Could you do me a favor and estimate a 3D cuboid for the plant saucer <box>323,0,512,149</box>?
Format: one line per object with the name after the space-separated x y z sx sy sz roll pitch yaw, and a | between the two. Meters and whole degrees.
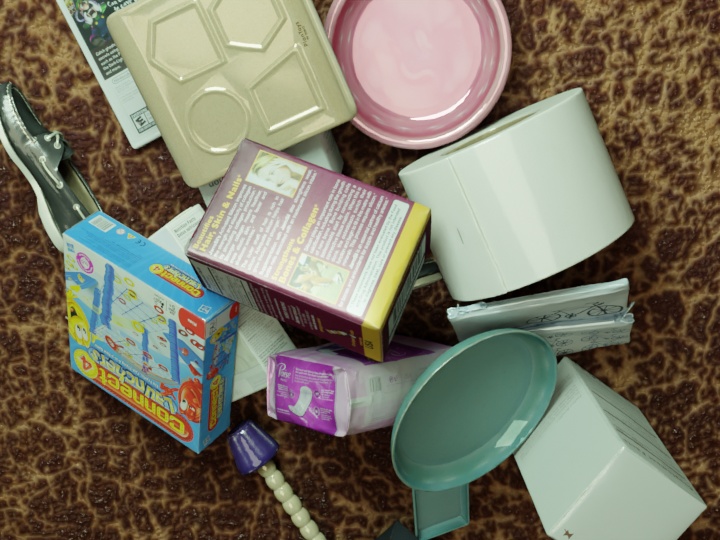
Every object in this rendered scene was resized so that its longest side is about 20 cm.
0.059 -0.231 1.036 0.197 0.051 0.204 1 103 5 | plant saucer

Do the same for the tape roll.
0.154 -0.075 0.982 0.200 0.203 0.141 -24 99 11 | tape roll

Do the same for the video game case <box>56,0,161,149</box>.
-0.205 -0.259 1.074 0.198 0.023 0.184 -25 99 12 | video game case

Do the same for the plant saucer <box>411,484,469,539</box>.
0.086 0.230 1.100 0.069 0.019 0.202 -17 133 -11 | plant saucer

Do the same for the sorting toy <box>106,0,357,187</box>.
-0.123 -0.199 0.962 0.197 0.037 0.187 -21 109 13 | sorting toy

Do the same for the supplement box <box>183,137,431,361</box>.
-0.045 -0.018 0.936 0.197 0.103 0.132 22 71 11 | supplement box

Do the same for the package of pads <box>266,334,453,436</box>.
0.010 0.116 1.030 0.119 0.198 0.077 5 96 42 | package of pads

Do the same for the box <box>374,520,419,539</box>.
0.049 0.431 1.142 0.200 0.104 0.182 42 117 -4 | box

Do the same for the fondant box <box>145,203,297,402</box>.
-0.173 0.046 1.086 0.144 0.058 0.201 -27 99 46 | fondant box

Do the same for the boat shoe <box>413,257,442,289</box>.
0.000 0.000 1.059 0.198 0.074 0.063 -8 87 44 | boat shoe

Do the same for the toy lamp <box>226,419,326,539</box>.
-0.089 0.266 1.162 0.058 0.058 0.202 -31 97 12 | toy lamp

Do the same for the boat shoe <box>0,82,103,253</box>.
-0.343 -0.118 1.095 0.060 0.074 0.203 -19 103 10 | boat shoe

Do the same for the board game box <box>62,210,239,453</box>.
-0.227 0.067 1.061 0.198 0.056 0.198 28 132 21 | board game box

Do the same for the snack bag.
0.192 0.060 1.025 0.185 0.200 0.022 -10 69 8 | snack bag

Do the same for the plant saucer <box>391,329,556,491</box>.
0.111 0.137 0.992 0.198 0.027 0.202 -20 132 -23 | plant saucer

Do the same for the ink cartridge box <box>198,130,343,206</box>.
-0.118 -0.164 1.036 0.143 0.084 0.202 -19 110 9 | ink cartridge box

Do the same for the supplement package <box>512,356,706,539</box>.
0.245 0.203 1.027 0.117 0.200 0.117 35 105 -16 | supplement package
